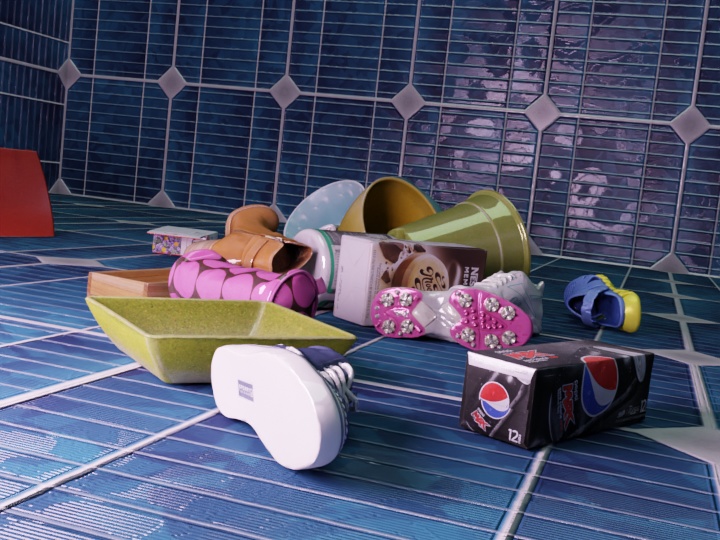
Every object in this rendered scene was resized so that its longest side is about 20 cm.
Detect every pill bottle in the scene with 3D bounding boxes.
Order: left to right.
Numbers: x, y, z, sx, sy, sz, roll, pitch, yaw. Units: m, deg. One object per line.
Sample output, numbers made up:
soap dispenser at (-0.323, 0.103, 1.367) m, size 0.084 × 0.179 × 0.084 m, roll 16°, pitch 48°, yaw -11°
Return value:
pill bottle at (0.000, 0.000, 1.341) m, size 0.199 × 0.114 × 0.113 m, roll 3°, pitch 6°, yaw -35°

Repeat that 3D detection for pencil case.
pencil case at (-0.138, 0.023, 1.089) m, size 0.199 × 0.091 × 0.094 m, roll 13°, pitch 44°, yaw 40°

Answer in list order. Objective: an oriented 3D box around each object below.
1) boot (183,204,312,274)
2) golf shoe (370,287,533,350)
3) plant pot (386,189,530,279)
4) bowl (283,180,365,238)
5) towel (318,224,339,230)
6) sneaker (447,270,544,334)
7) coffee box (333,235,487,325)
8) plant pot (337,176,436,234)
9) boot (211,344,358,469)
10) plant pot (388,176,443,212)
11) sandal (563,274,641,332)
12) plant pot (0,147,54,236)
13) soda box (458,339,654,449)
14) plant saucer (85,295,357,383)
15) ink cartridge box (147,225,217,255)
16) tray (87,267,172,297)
boot at (-0.130, -0.036, 1.275) m, size 0.154 × 0.074 × 0.200 m, roll 3°, pitch 27°, yaw 31°
golf shoe at (0.117, 0.055, 1.131) m, size 0.199 × 0.076 × 0.091 m, roll 9°, pitch 3°, yaw 17°
plant pot at (0.142, -0.020, 1.495) m, size 0.189 × 0.201 × 0.200 m, roll -12°, pitch 14°, yaw -28°
bowl at (-0.052, -0.085, 1.938) m, size 0.200 × 0.201 × 0.105 m, roll 12°, pitch -32°, yaw 48°
towel at (-0.101, -0.044, 1.704) m, size 0.147 × 0.024 × 0.200 m, roll -35°, pitch 2°, yaw 4°
sneaker at (0.183, 0.034, 1.236) m, size 0.070 × 0.081 × 0.200 m, roll 12°, pitch -1°, yaw 42°
coffee box at (0.071, 0.016, 1.261) m, size 0.199 × 0.114 × 0.080 m, roll 2°, pitch 7°, yaw -34°
plant pot at (0.034, -0.047, 1.624) m, size 0.199 × 0.201 × 0.142 m, roll 1°, pitch -19°, yaw -42°
boot at (-0.033, 0.083, 0.638) m, size 0.090 × 0.073 × 0.200 m, roll -3°, pitch 8°, yaw -26°
plant pot at (0.110, -0.081, 2.005) m, size 0.199 × 0.201 × 0.188 m, roll 2°, pitch 22°, yaw -37°
sandal at (0.371, 0.049, 1.472) m, size 0.087 × 0.080 × 0.200 m, roll 1°, pitch 5°, yaw -11°
plant pot at (-0.765, -0.169, 1.878) m, size 0.199 × 0.177 × 0.200 m, roll 10°, pitch 7°, yaw 27°
soda box at (0.171, 0.099, 0.770) m, size 0.071 × 0.064 × 0.200 m, roll 11°, pitch 8°, yaw 42°
plant saucer at (-0.136, 0.065, 0.850) m, size 0.199 × 0.048 × 0.200 m, roll 3°, pitch 7°, yaw -31°
ink cartridge box at (-0.360, -0.056, 1.846) m, size 0.108 × 0.051 × 0.200 m, roll 7°, pitch 6°, yaw 0°
tray at (-0.257, 0.022, 1.221) m, size 0.098 × 0.037 × 0.200 m, roll 10°, pitch 7°, yaw 27°
